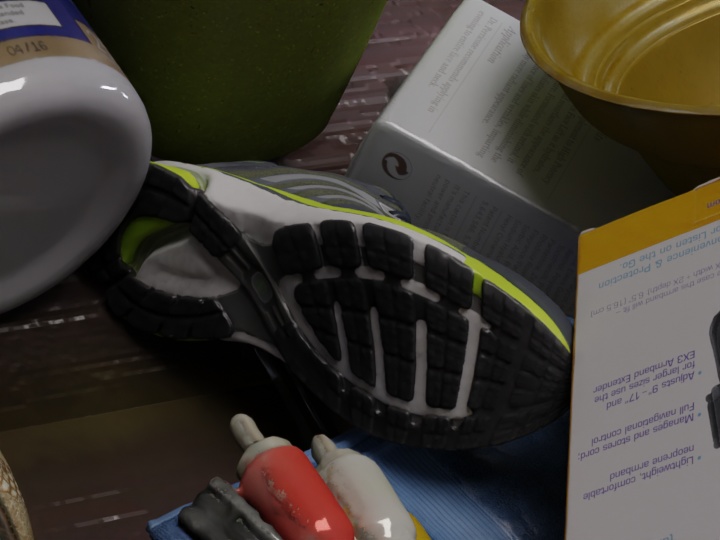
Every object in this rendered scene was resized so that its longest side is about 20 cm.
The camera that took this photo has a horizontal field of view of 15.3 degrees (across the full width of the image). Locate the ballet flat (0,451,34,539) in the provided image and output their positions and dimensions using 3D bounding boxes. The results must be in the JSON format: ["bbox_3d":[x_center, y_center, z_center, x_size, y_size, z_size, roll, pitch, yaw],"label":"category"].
[{"bbox_3d":[-0.167,0.031,0.841,0.200,0.071,0.065,39,29,10],"label":"ballet flat"}]

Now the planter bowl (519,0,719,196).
[{"bbox_3d":[0.161,-0.065,0.944,0.199,0.084,0.201,-10,27,5],"label":"planter bowl"}]

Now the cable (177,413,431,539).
[{"bbox_3d":[0.019,0.103,0.746,0.097,0.050,0.200,34,4,-43],"label":"cable"}]

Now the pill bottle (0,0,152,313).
[{"bbox_3d":[-0.166,-0.088,0.920,0.115,0.116,0.200,-15,55,-35],"label":"pill bottle"}]

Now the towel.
[{"bbox_3d":[0.034,0.091,0.884,0.199,0.049,0.112,-23,61,-40],"label":"towel"}]

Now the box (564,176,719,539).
[{"bbox_3d":[0.119,0.055,0.786,0.041,0.119,0.201,42,39,-38],"label":"box"}]

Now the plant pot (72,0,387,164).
[{"bbox_3d":[-0.051,-0.146,0.948,0.186,0.201,0.187,4,32,-3],"label":"plant pot"}]

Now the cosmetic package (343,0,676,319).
[{"bbox_3d":[0.097,-0.009,0.998,0.199,0.074,0.102,31,42,4],"label":"cosmetic package"}]

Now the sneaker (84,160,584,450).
[{"bbox_3d":[0.000,0.000,0.908,0.199,0.074,0.081,24,28,36],"label":"sneaker"}]
